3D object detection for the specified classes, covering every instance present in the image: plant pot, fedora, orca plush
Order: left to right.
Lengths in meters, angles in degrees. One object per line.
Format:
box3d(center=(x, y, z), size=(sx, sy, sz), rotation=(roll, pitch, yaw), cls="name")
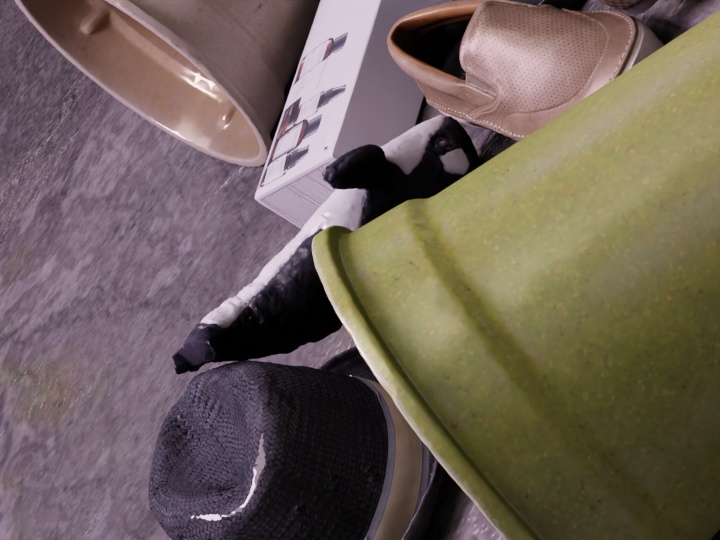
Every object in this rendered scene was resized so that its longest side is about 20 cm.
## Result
box3d(center=(-0.089, -0.198, 1.451), size=(0.184, 0.200, 0.200), rotation=(-55, 24, -13), cls="plant pot")
box3d(center=(-0.044, 0.099, 1.128), size=(0.200, 0.091, 0.201), rotation=(-42, 30, 30), cls="fedora")
box3d(center=(0.000, 0.000, 1.163), size=(0.200, 0.071, 0.106), rotation=(-33, -30, -37), cls="orca plush")
box3d(center=(0.114, 0.005, 0.865), size=(0.184, 0.200, 0.201), rotation=(-41, 28, 9), cls="plant pot")

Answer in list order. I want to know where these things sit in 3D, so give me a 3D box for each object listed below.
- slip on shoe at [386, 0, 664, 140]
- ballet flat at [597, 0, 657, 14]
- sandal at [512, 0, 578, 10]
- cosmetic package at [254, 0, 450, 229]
box3d(center=(0.079, -0.108, 1.177), size=(0.076, 0.060, 0.200), rotation=(-60, 25, -4), cls="slip on shoe")
box3d(center=(0.100, -0.189, 1.171), size=(0.068, 0.046, 0.200), rotation=(-57, 31, 19), cls="ballet flat")
box3d(center=(0.131, -0.222, 1.226), size=(0.201, 0.048, 0.075), rotation=(-58, 26, -2), cls="sandal")
box3d(center=(0.003, -0.125, 1.347), size=(0.082, 0.051, 0.201), rotation=(-24, 41, 49), cls="cosmetic package")
